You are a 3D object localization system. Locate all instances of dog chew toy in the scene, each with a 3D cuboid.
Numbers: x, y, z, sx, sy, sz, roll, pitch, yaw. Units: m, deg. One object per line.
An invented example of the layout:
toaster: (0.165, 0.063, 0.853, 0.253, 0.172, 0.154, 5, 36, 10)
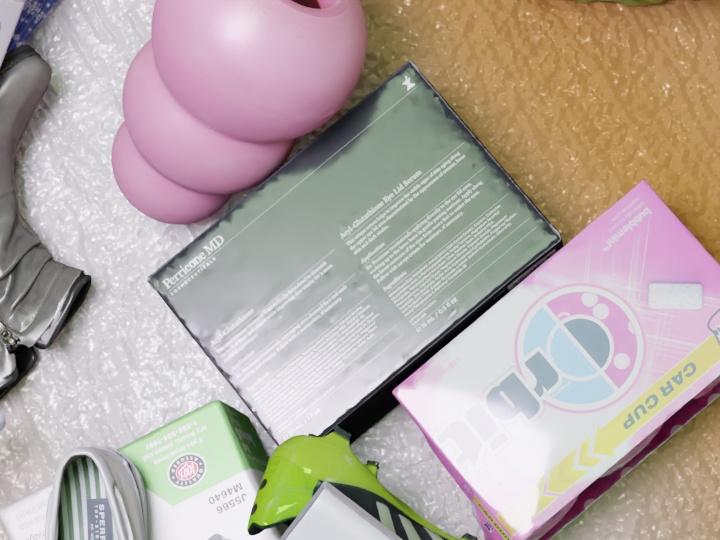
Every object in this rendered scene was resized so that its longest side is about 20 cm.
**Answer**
dog chew toy: (-0.081, -0.103, 1.246, 0.125, 0.124, 0.200, 52, 131, 16)

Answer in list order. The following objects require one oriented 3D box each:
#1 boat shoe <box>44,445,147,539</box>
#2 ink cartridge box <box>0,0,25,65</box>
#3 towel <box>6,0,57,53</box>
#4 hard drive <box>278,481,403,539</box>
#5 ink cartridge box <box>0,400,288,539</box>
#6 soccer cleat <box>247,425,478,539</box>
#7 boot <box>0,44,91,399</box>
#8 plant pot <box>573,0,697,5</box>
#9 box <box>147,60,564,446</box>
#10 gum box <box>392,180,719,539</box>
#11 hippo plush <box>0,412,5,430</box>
boat shoe: (-0.143, 0.192, 1.147, 0.073, 0.067, 0.201, -13, 76, 8)
ink cartridge box: (-0.303, -0.131, 1.302, 0.197, 0.043, 0.201, 11, 74, 32)
towel: (-0.297, -0.130, 1.357, 0.145, 0.024, 0.200, 32, 83, 20)
hard drive: (0.020, 0.224, 1.129, 0.200, 0.027, 0.132, 38, 95, -2)
ink cartridge box: (-0.094, 0.197, 1.217, 0.145, 0.084, 0.201, -27, 75, 3)
soccer cleat: (0.023, 0.169, 1.184, 0.200, 0.067, 0.081, 38, 62, -13)
boot: (-0.212, -0.024, 1.304, 0.130, 0.068, 0.200, 34, 92, 10)
plant pot: (0.147, -0.254, 1.243, 0.199, 0.200, 0.185, 6, 90, 10)
box: (0.000, 0.000, 1.251, 0.200, 0.079, 0.141, -39, 77, -1)
gum box: (0.124, 0.060, 1.222, 0.200, 0.066, 0.114, -40, 73, -1)
hippo plush: (-0.339, 0.144, 1.230, 0.160, 0.159, 0.201, 26, 101, 25)
